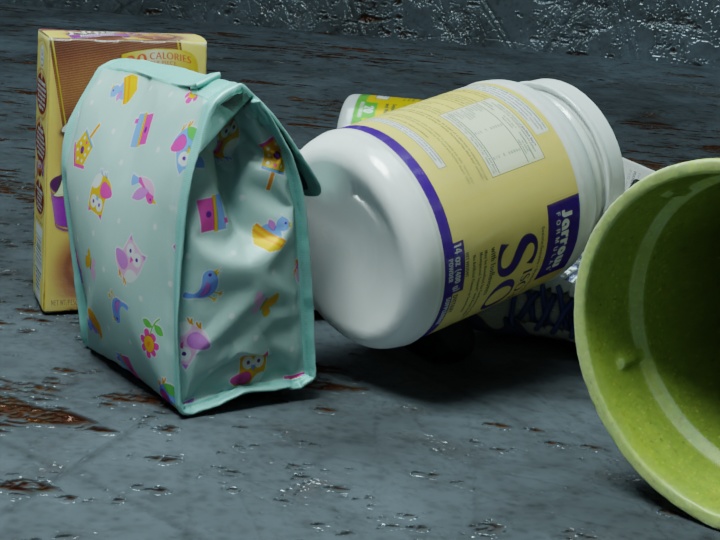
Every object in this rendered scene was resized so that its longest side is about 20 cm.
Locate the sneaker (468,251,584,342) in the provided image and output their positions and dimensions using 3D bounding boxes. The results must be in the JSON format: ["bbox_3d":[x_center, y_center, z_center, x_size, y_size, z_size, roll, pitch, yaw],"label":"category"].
[{"bbox_3d":[0.157,0.020,1.162,0.199,0.076,0.088,2,15,-5],"label":"sneaker"}]

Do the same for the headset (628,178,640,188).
[{"bbox_3d":[0.280,-0.030,1.207,0.200,0.094,0.123,18,17,-46],"label":"headset"}]

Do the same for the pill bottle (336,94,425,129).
[{"bbox_3d":[0.080,-0.108,1.570,0.199,0.112,0.111,6,14,9],"label":"pill bottle"}]

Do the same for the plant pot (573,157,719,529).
[{"bbox_3d":[0.249,0.019,0.886,0.200,0.201,0.184,15,25,39],"label":"plant pot"}]

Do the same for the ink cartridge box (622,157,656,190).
[{"bbox_3d":[0.166,-0.067,1.347,0.199,0.068,0.116,20,-6,-21],"label":"ink cartridge box"}]

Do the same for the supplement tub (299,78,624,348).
[{"bbox_3d":[0.064,-0.044,1.074,0.200,0.146,0.145,-22,26,-35],"label":"supplement tub"}]

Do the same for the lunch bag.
[{"bbox_3d":[-0.110,-0.033,1.034,0.122,0.201,0.170,-11,19,-31],"label":"lunch bag"}]

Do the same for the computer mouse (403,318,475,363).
[{"bbox_3d":[0.000,0.000,1.143,0.200,0.034,0.059,33,33,19],"label":"computer mouse"}]

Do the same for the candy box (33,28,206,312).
[{"bbox_3d":[-0.177,-0.073,1.185,0.116,0.201,0.056,-2,15,-20],"label":"candy box"}]
